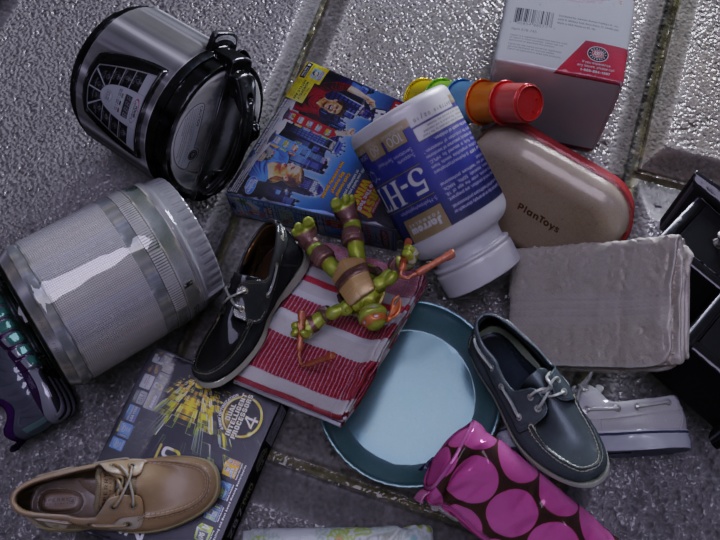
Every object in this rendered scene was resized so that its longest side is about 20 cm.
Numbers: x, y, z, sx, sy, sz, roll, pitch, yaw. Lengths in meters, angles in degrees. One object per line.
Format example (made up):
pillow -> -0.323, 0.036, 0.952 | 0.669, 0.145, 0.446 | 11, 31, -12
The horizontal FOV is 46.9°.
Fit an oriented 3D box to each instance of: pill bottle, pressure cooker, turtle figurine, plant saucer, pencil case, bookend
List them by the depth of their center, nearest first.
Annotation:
pencil case -> 0.151, 0.238, 0.797 | 0.199, 0.091, 0.094 | 38, 69, 0
bookend -> 0.360, 0.034, 0.859 | 0.198, 0.093, 0.200 | -38, 71, -26
turtle figurine -> 0.000, 0.000, 0.865 | 0.199, 0.064, 0.162 | -37, 57, 17
pill bottle -> 0.085, -0.080, 0.883 | 0.119, 0.120, 0.202 | -30, 94, -9
plant saucer -> 0.052, 0.132, 0.891 | 0.197, 0.036, 0.203 | -1, 68, 3
pressure cooker -> -0.206, -0.190, 0.950 | 0.199, 0.176, 0.179 | 33, 70, 18

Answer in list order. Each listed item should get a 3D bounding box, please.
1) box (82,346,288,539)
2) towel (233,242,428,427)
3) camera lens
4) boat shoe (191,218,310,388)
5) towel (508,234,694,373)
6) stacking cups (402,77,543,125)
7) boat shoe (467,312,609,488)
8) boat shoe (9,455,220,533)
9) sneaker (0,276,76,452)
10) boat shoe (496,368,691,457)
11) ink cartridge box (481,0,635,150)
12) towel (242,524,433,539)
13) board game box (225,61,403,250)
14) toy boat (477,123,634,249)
box -> -0.186, 0.201, 0.870 | 0.159, 0.049, 0.202 | 19, 70, 14
towel -> -0.031, 0.060, 0.891 | 0.142, 0.023, 0.201 | 16, 56, 26
camera lens -> -0.266, 0.011, 0.878 | 0.199, 0.161, 0.160 | -32, 70, -21
boat shoe -> -0.128, 0.033, 0.895 | 0.071, 0.068, 0.201 | 8, 54, 33
towel -> 0.237, 0.035, 0.846 | 0.198, 0.034, 0.135 | -3, 74, 42
stacking cups -> 0.121, -0.189, 0.932 | 0.060, 0.199, 0.061 | -5, 102, -27
boat shoe -> 0.167, 0.121, 0.806 | 0.072, 0.062, 0.201 | -27, 50, -9
boat shoe -> -0.236, 0.219, 0.806 | 0.197, 0.065, 0.072 | -10, 67, 1
sneaker -> -0.395, 0.096, 0.913 | 0.087, 0.074, 0.201 | -35, 68, 1
boat shoe -> 0.236, 0.146, 0.855 | 0.199, 0.075, 0.087 | -2, 69, 0
ink cartridge box -> 0.236, -0.276, 0.980 | 0.143, 0.145, 0.202 | 13, 70, 8
towel -> -0.024, 0.339, 0.808 | 0.197, 0.048, 0.174 | -1, 69, 2
board game box -> -0.022, -0.119, 0.979 | 0.198, 0.062, 0.202 | 26, 72, 11
toy boat -> 0.218, -0.094, 0.940 | 0.199, 0.131, 0.131 | 34, 44, 14
